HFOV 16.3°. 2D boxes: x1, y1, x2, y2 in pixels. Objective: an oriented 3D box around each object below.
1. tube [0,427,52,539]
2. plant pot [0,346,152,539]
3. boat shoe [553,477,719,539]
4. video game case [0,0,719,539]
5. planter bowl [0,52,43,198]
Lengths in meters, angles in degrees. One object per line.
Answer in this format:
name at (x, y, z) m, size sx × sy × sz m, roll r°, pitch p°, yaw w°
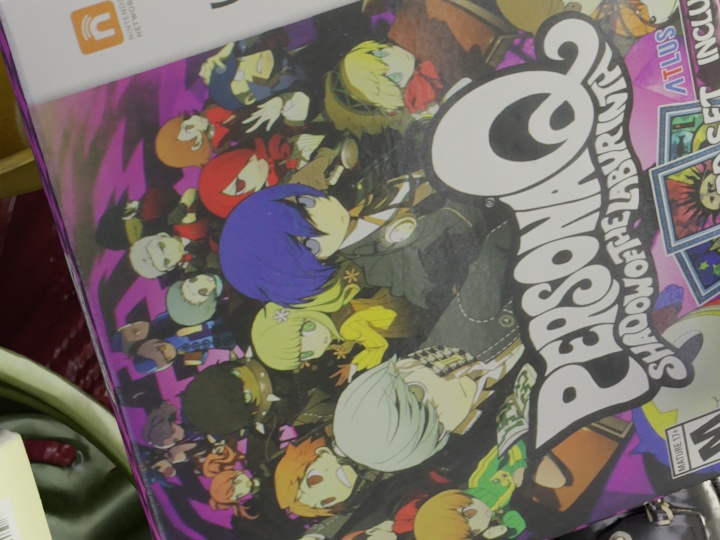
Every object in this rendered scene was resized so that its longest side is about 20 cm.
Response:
tube at (-0.087, 0.143, 0.646) m, size 0.058 × 0.052 × 0.201 m, roll -11°, pitch 96°, yaw 46°
plant pot at (-0.126, 0.114, 0.807) m, size 0.199 × 0.190 × 0.201 m, roll 0°, pitch 91°, yaw 5°
boat shoe at (0.092, 0.113, 0.834) m, size 0.060 × 0.074 × 0.201 m, roll -29°, pitch 104°, yaw -38°
video game case at (0.014, -0.012, 0.659) m, size 0.181 × 0.036 × 0.201 m, roll -18°, pitch 117°, yaw -10°
planter bowl at (-0.078, -0.086, 0.740) m, size 0.200 × 0.083 × 0.201 m, roll -17°, pitch 51°, yaw 23°
